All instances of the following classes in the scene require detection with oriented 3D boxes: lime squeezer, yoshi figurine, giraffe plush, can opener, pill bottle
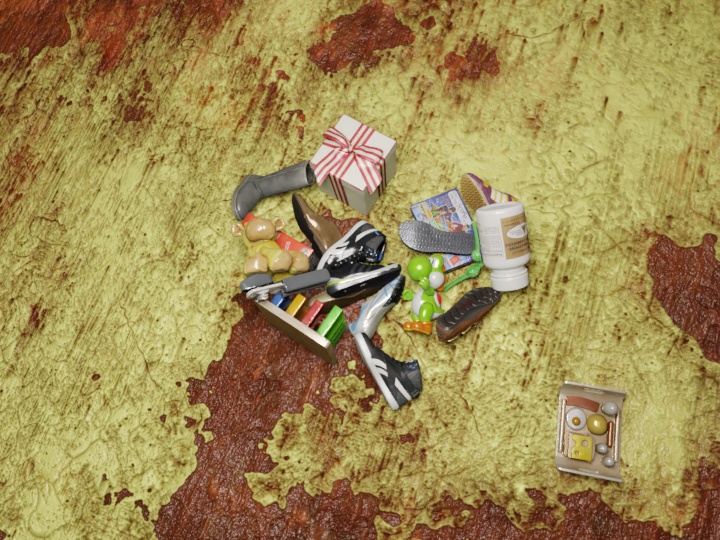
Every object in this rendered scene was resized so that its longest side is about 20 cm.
[{"bbox_3d":[0.269,-0.027,1.441,0.071,0.038,0.200,21,116,3],"label":"lime squeezer"},{"bbox_3d":[0.143,0.050,1.419,0.112,0.112,0.200,9,79,29],"label":"yoshi figurine"},{"bbox_3d":[-0.226,-0.055,1.380,0.172,0.200,0.162,2,72,-39],"label":"giraffe plush"},{"bbox_3d":[-0.164,0.026,1.297,0.200,0.053,0.067,-11,72,-26],"label":"can opener"},{"bbox_3d":[0.349,-0.058,1.409,0.114,0.114,0.200,-11,103,1],"label":"pill bottle"}]

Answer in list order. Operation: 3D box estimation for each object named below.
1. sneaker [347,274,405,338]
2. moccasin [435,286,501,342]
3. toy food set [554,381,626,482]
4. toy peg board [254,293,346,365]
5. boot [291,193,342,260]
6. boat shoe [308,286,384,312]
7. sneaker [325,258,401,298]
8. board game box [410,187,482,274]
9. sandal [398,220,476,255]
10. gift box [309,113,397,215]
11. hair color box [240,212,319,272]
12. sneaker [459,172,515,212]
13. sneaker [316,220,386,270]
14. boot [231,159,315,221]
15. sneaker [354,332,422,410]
[{"bbox_3d":[0.042,0.083,1.446,0.072,0.072,0.200,31,72,26],"label":"sneaker"},{"bbox_3d":[0.265,0.108,1.419,0.074,0.078,0.201,35,59,29],"label":"moccasin"},{"bbox_3d":[0.526,0.363,1.324,0.143,0.060,0.200,9,73,7],"label":"toy food set"},{"bbox_3d":[-0.126,0.115,1.380,0.199,0.200,0.098,32,73,13],"label":"toy peg board"},{"bbox_3d":[-0.115,-0.122,1.530,0.075,0.074,0.200,-26,78,-21],"label":"boot"},{"bbox_3d":[-0.040,0.050,1.465,0.200,0.073,0.063,-19,66,-13],"label":"boat shoe"},{"bbox_3d":[0.000,0.000,1.411,0.200,0.072,0.083,-15,66,-11],"label":"sneaker"},{"bbox_3d":[0.228,-0.101,1.506,0.135,0.034,0.200,-21,73,-2],"label":"board game box"},{"bbox_3d":[0.190,-0.073,1.466,0.200,0.043,0.076,14,82,-2],"label":"sandal"},{"bbox_3d":[-0.015,-0.259,1.496,0.184,0.187,0.200,25,75,12],"label":"gift box"},{"bbox_3d":[-0.209,-0.061,1.492,0.200,0.102,0.061,29,78,13],"label":"hair color box"},{"bbox_3d":[0.341,-0.180,1.502,0.090,0.075,0.200,-37,89,-27],"label":"sneaker"},{"bbox_3d":[-0.014,-0.032,1.469,0.112,0.073,0.200,33,76,33],"label":"sneaker"},{"bbox_3d":[-0.223,-0.210,1.516,0.200,0.073,0.182,-3,50,16],"label":"boot"},{"bbox_3d":[0.075,0.218,1.383,0.112,0.073,0.200,-28,92,-9],"label":"sneaker"}]
